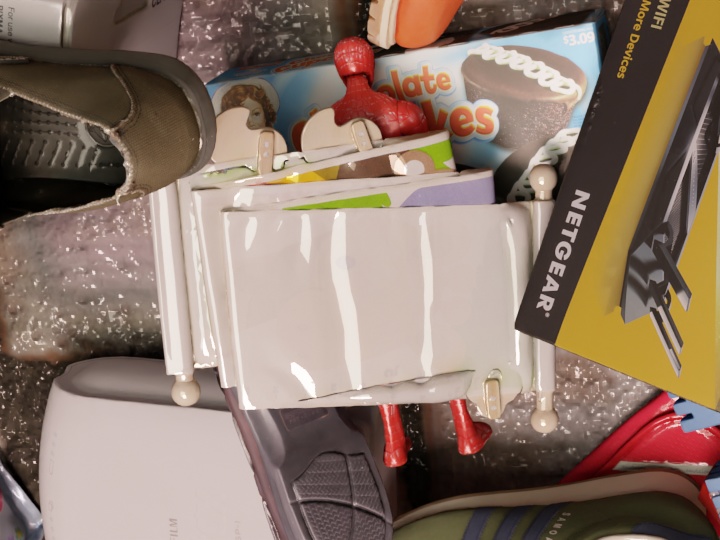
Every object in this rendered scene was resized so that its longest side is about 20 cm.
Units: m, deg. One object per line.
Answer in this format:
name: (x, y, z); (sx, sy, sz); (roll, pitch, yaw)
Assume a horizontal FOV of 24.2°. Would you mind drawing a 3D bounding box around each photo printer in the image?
photo printer: (-0.079, 0.131, 0.908); (0.198, 0.069, 0.168); (5, 111, 15)

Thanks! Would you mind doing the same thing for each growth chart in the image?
growth chart: (0.000, 0.000, 0.762); (0.198, 0.018, 0.146); (3, 99, -8)

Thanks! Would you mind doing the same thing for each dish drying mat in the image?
dish drying mat: (0.124, 0.145, 0.879); (0.077, 0.018, 0.200); (42, 116, -2)

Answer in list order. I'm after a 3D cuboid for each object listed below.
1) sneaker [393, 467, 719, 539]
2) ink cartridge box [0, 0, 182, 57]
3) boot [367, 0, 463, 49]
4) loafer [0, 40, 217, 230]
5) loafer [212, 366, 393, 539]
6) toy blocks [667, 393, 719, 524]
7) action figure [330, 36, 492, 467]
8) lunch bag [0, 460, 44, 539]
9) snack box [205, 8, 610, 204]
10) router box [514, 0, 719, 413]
sneaker: (0.078, 0.153, 0.811); (0.198, 0.090, 0.068); (-14, 111, 4)
ink cartridge box: (-0.200, -0.126, 0.809); (0.198, 0.144, 0.084); (12, 115, 13)
boot: (0.080, -0.168, 0.750); (0.107, 0.075, 0.201); (33, 115, -2)
loafer: (-0.162, -0.059, 0.704); (0.198, 0.070, 0.076); (-2, 112, 19)
loafer: (-0.042, 0.056, 0.814); (0.063, 0.071, 0.202); (-31, 72, 57)
toy blocks: (0.198, 0.030, 0.781); (0.136, 0.100, 0.201); (-18, 100, 33)
action figure: (0.015, -0.011, 0.798); (0.065, 0.052, 0.202); (-9, 103, 14)
lunch bag: (-0.297, 0.168, 0.918); (0.169, 0.200, 0.128); (-27, 100, 25)
snack box: (0.030, -0.054, 0.824); (0.198, 0.037, 0.117); (-7, 107, 20)
router box: (0.169, -0.041, 0.710); (0.156, 0.052, 0.202); (21, 95, 37)
